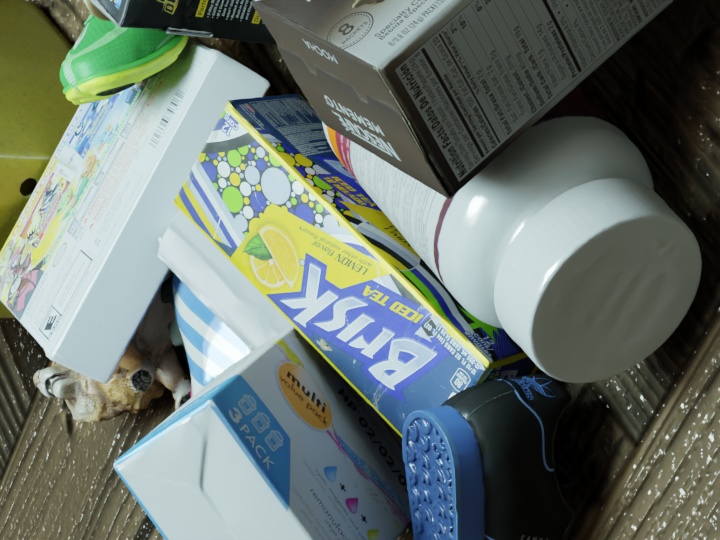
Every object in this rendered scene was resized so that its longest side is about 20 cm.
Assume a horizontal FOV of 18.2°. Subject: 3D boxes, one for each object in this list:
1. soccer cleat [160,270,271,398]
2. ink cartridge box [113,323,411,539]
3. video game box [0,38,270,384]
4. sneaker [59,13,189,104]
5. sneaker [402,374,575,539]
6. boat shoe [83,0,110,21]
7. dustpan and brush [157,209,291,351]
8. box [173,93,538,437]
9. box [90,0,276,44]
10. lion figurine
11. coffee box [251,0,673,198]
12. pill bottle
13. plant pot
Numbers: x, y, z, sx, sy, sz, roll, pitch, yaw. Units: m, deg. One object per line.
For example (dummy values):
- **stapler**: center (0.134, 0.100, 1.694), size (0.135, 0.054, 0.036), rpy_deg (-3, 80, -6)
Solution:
- **soccer cleat**: center (-0.057, 0.067, 1.273), size (0.086, 0.070, 0.201), rpy_deg (-30, 66, 33)
- **ink cartridge box**: center (-0.031, 0.095, 1.130), size (0.068, 0.200, 0.115), rpy_deg (-34, 93, 23)
- **video game box**: center (-0.145, -0.049, 1.350), size (0.201, 0.047, 0.182), rpy_deg (-61, 27, 2)
- **sneaker**: center (-0.131, -0.171, 1.309), size (0.074, 0.084, 0.200), rpy_deg (-18, 33, 39)
- **sneaker**: center (0.066, 0.140, 1.093), size (0.070, 0.078, 0.201), rpy_deg (46, 145, 44)
- **boat shoe**: center (-0.096, -0.220, 1.261), size (0.069, 0.200, 0.074), rpy_deg (36, 157, 24)
- **dustpan and brush**: center (-0.011, -0.045, 1.219), size (0.140, 0.057, 0.200), rpy_deg (43, 123, 16)
- **box**: center (0.000, 0.000, 1.137), size (0.200, 0.064, 0.070), rpy_deg (45, 122, 23)
- **box**: center (-0.041, -0.219, 1.192), size (0.049, 0.159, 0.201), rpy_deg (47, 126, 47)
- **lion figurine**: center (-0.128, 0.012, 1.397), size (0.201, 0.072, 0.122), rpy_deg (-64, 30, 8)
- **coffee box**: center (0.066, -0.138, 1.000), size (0.200, 0.080, 0.113), rpy_deg (-41, 37, -11)
- **pill bottle**: center (0.069, -0.042, 1.058), size (0.200, 0.109, 0.110), rpy_deg (51, 128, 45)
- **plant pot**: center (-0.275, -0.061, 1.507), size (0.200, 0.194, 0.196), rpy_deg (39, 119, 44)
